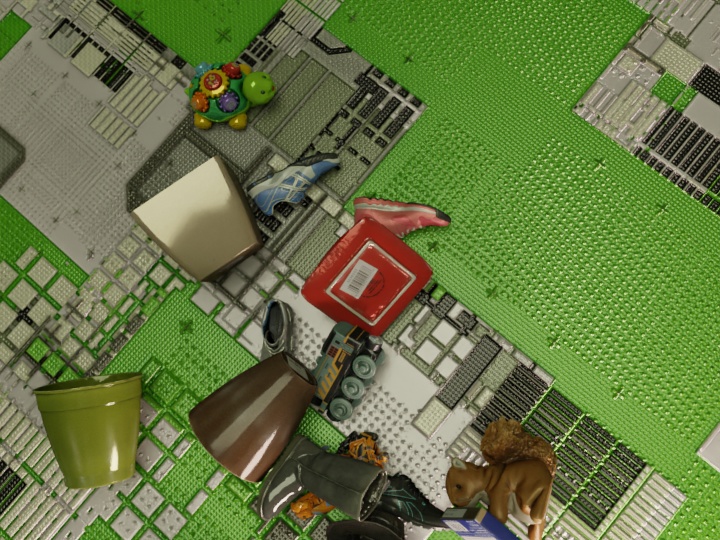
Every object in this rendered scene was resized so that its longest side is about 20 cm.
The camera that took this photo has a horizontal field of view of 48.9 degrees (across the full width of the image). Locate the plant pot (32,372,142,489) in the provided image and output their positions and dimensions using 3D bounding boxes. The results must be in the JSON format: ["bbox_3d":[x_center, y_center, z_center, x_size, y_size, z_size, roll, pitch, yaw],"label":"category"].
[{"bbox_3d":[-0.507,0.306,1.512,0.200,0.200,0.193,-7,90,5],"label":"plant pot"}]

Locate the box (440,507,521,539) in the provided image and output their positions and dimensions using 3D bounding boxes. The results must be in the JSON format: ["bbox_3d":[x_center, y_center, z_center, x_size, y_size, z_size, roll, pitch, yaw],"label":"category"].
[{"bbox_3d":[0.247,0.489,1.398,0.200,0.121,0.032,43,62,-8],"label":"box"}]

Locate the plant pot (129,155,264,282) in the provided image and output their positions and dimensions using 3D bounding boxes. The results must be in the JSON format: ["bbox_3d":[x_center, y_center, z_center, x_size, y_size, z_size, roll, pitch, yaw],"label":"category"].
[{"bbox_3d":[-0.299,-0.085,1.564,0.200,0.200,0.177,-34,90,-1],"label":"plant pot"}]

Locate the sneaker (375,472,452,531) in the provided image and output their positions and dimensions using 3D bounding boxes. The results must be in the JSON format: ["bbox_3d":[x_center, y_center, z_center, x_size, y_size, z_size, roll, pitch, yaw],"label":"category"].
[{"bbox_3d":[0.085,0.424,1.471,0.200,0.075,0.079,18,79,9],"label":"sneaker"}]

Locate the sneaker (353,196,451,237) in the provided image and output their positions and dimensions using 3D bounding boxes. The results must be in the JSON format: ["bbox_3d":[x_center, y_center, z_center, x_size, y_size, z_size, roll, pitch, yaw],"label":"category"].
[{"bbox_3d":[0.081,-0.095,1.587,0.200,0.074,0.087,8,93,12],"label":"sneaker"}]

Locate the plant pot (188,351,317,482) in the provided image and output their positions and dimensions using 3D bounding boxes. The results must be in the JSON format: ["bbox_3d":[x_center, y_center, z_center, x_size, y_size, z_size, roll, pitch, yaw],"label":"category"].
[{"bbox_3d":[-0.180,0.250,1.461,0.187,0.187,0.200,44,95,12],"label":"plant pot"}]

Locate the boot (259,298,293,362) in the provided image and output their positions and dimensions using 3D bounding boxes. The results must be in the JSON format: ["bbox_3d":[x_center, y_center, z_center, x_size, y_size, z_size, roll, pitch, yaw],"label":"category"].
[{"bbox_3d":[-0.169,0.154,1.540,0.073,0.096,0.200,-2,79,6],"label":"boot"}]

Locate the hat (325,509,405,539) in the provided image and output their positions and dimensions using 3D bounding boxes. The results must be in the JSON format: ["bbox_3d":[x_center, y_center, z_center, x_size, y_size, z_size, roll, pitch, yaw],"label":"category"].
[{"bbox_3d":[0.033,0.488,1.440,0.200,0.201,0.081,18,43,9],"label":"hat"}]

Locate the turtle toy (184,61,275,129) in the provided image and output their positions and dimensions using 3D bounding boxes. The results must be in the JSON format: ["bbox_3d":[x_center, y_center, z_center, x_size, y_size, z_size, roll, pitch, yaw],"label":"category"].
[{"bbox_3d":[-0.273,-0.376,1.654,0.200,0.101,0.146,2,79,7],"label":"turtle toy"}]

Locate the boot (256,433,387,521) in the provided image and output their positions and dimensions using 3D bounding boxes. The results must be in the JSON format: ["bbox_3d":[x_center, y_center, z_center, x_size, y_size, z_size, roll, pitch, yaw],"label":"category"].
[{"bbox_3d":[-0.070,0.397,1.407,0.200,0.073,0.182,22,77,31],"label":"boot"}]

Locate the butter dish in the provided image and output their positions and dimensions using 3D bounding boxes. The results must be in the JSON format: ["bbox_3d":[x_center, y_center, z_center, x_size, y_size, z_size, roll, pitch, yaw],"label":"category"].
[{"bbox_3d":[0.000,0.000,1.535,0.199,0.148,0.200,38,98,-27],"label":"butter dish"}]

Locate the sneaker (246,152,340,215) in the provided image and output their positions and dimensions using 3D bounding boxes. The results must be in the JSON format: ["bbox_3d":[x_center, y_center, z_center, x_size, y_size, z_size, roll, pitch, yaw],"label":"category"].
[{"bbox_3d":[-0.130,-0.182,1.625,0.200,0.076,0.077,-26,100,1],"label":"sneaker"}]

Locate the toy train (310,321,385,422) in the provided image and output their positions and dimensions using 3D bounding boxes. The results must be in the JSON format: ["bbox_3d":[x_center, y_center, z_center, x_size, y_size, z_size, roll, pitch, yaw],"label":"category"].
[{"bbox_3d":[-0.033,0.192,1.499,0.114,0.085,0.200,32,115,9],"label":"toy train"}]

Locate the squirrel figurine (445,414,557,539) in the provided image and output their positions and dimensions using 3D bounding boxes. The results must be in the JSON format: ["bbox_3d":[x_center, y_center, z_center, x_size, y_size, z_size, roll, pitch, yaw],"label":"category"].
[{"bbox_3d":[0.256,0.373,1.450,0.186,0.142,0.200,11,66,19],"label":"squirrel figurine"}]

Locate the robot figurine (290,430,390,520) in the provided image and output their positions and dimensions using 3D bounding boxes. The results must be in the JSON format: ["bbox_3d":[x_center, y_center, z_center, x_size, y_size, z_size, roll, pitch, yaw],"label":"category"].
[{"bbox_3d":[-0.039,0.379,1.472,0.200,0.058,0.145,-28,52,14],"label":"robot figurine"}]
